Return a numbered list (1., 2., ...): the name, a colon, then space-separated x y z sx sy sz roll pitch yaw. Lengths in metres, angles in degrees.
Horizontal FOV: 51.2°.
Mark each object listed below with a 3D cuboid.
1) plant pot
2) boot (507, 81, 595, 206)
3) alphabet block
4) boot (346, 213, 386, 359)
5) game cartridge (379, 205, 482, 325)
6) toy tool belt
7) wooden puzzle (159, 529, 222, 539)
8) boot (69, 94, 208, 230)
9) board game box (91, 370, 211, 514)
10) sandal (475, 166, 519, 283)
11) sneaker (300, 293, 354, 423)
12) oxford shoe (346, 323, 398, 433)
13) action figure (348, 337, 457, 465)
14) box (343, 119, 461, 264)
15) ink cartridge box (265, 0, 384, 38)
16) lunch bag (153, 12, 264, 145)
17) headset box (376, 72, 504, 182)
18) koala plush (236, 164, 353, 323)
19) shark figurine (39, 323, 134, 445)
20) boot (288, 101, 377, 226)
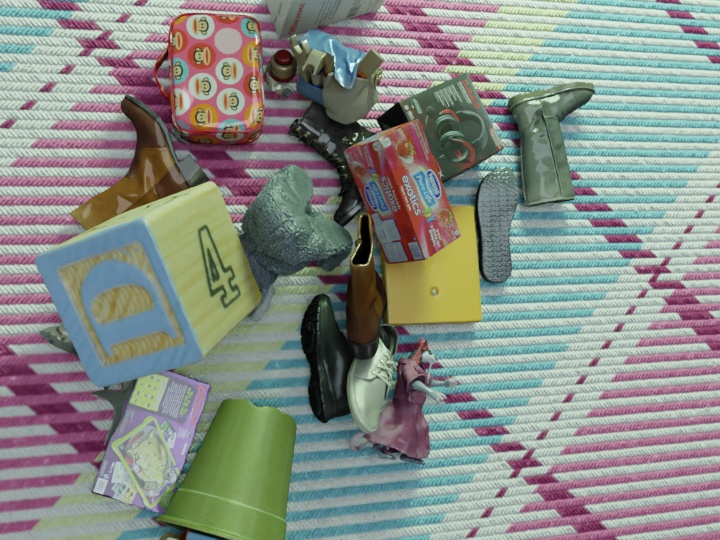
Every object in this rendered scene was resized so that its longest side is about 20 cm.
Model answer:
1. plant pot: -0.176 0.299 1.106 0.197 0.200 0.193 20 66 -11
2. boot: 0.361 -0.227 1.360 0.178 0.073 0.204 -14 80 -2
3. alphabet block: -0.282 0.015 1.039 0.192 0.200 0.200 -14 105 20
4. boot: 0.000 0.000 1.141 0.067 0.203 0.190 4 42 9
5. game cartridge: 0.119 -0.010 1.291 0.172 0.032 0.205 0 81 -15
6. toy tool belt: -0.057 -0.336 1.208 0.197 0.124 0.126 26 54 10
7. wooden puzzle: -0.192 0.402 1.067 0.182 0.200 0.038 21 70 -11
8. boot: -0.368 -0.146 1.172 0.199 0.068 0.189 -41 102 -9
9. board game box: -0.315 0.253 1.141 0.118 0.032 0.204 20 79 -7
10. sandal: 0.234 -0.081 1.328 0.074 0.043 0.205 5 91 -7
11. sneaker: -0.044 0.138 1.214 0.089 0.076 0.205 -6 91 -25
12. oxford shoe: 0.023 0.159 1.178 0.075 0.057 0.202 47 36 -31
13. action figure: 0.077 0.209 1.230 0.146 0.134 0.204 5 77 18
14. box: 0.067 -0.122 1.195 0.095 0.099 0.203 -31 104 -35
15. ink cartridge box: -0.050 -0.474 1.241 0.197 0.145 0.085 -22 89 -17
16. lunch bag: -0.241 -0.306 1.200 0.172 0.082 0.205 -1 84 -9
17. headset box: 0.145 -0.236 1.278 0.198 0.075 0.151 -29 92 -35
18. koala plush: -0.146 -0.035 1.159 0.199 0.184 0.179 -36 90 20
19. shark figurine: -0.371 0.155 1.103 0.127 0.214 0.091 -9 127 -43
20. boot: -0.046 -0.189 1.254 0.172 0.069 0.202 32 68 -7
